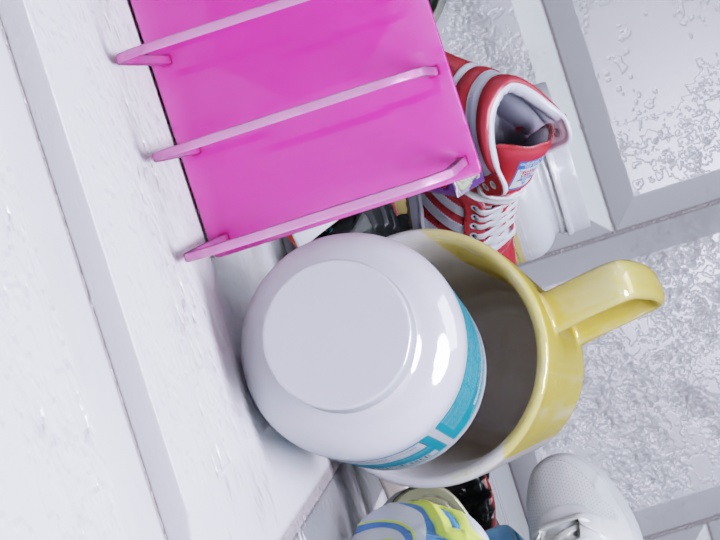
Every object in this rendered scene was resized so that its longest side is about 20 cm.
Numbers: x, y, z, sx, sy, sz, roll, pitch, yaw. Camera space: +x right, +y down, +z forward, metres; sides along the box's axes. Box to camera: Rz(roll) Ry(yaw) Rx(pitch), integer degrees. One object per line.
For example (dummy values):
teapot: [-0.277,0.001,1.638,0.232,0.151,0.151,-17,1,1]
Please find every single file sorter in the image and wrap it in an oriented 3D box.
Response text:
file sorter: [-0.041,-0.117,0.892,0.125,0.139,0.200,-45,118,-83]

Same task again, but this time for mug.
mug: [0.082,0.060,1.174,0.153,0.186,0.150,14,85,-66]

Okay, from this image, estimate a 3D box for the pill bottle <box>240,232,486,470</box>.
pill bottle: [0.003,0.042,0.974,0.200,0.111,0.111,48,24,-79]

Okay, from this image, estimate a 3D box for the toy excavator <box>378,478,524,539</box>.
toy excavator: [0.063,0.197,1.267,0.200,0.100,0.195,49,22,-56]

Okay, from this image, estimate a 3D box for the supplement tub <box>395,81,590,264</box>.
supplement tub: [0.072,-0.063,1.557,0.145,0.200,0.146,-18,90,-85]

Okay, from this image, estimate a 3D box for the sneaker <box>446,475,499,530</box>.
sneaker: [0.073,0.201,1.410,0.098,0.071,0.201,-85,159,-76]

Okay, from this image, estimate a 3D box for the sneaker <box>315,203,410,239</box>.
sneaker: [0.000,0.000,1.288,0.200,0.079,0.076,17,60,-79]

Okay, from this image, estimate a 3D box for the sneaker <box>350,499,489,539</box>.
sneaker: [0.025,0.163,1.006,0.200,0.105,0.076,25,-85,59]

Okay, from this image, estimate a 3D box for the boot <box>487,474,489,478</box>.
boot: [0.079,0.098,1.603,0.163,0.073,0.199,-93,-174,-48]

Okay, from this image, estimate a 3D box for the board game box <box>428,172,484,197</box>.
board game box: [-0.009,-0.114,1.225,0.200,0.032,0.120,14,-54,52]

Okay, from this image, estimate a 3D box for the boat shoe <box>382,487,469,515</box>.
boat shoe: [0.052,0.220,1.167,0.068,0.075,0.200,-132,-153,-80]

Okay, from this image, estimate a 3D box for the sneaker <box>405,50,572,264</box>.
sneaker: [0.087,-0.048,1.241,0.112,0.071,0.200,19,-39,44]

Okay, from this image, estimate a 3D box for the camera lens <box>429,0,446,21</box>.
camera lens: [-0.011,-0.252,1.527,0.200,0.160,0.160,-92,164,-70]

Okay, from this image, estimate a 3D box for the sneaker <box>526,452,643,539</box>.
sneaker: [0.135,0.194,1.220,0.116,0.074,0.200,40,32,-55]

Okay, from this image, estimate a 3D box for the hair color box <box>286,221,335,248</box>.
hair color box: [-0.034,-0.118,1.061,0.064,0.111,0.200,44,-15,40]

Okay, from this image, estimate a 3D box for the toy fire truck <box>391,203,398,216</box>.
toy fire truck: [-0.010,-0.094,1.351,0.141,0.049,0.200,25,-43,64]
